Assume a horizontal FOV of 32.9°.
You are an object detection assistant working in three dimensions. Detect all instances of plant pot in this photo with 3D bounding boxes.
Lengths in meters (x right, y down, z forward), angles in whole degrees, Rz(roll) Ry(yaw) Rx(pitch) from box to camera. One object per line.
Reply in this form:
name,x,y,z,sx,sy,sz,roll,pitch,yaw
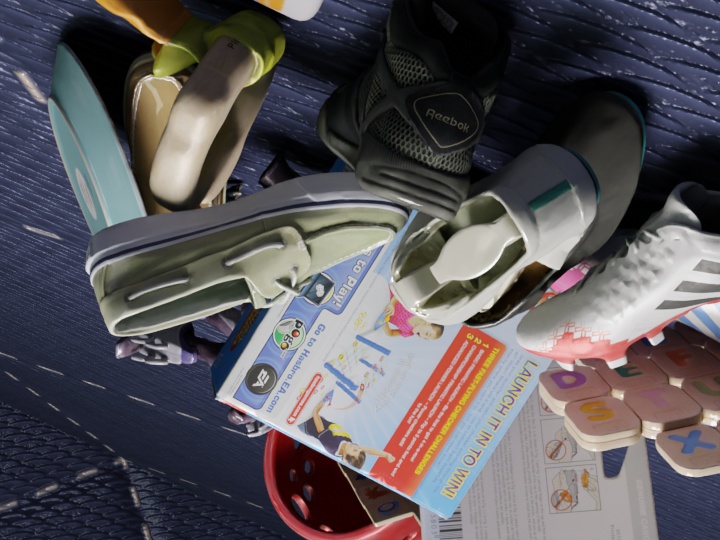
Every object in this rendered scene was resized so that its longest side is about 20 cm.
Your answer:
plant pot,0.021,0.211,1.325,0.199,0.202,0.182,10,166,30

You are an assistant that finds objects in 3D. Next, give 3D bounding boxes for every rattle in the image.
rattle,-0.133,-0.092,0.765,0.142,0.131,0.200,16,152,-8

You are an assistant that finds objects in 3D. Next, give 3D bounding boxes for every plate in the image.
plate,-0.190,-0.064,0.879,0.201,0.025,0.201,55,159,33

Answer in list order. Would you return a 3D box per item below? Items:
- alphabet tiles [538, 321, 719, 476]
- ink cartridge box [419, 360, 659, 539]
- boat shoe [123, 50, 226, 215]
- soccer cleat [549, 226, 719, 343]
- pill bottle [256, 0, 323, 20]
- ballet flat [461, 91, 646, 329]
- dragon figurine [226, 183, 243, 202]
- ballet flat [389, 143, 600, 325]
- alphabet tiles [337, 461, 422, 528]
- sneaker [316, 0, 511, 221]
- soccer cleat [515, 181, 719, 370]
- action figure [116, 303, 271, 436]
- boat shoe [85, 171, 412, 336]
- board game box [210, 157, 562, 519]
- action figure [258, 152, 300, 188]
alphabet tiles,0.223,0.073,0.792,0.198,0.015,0.196,-10,-160,-7
ink cartridge box,0.129,0.138,0.932,0.172,0.202,0.044,-5,158,5
boat shoe,-0.128,-0.054,0.859,0.071,0.076,0.201,-1,130,8
soccer cleat,0.206,-0.004,0.772,0.199,0.070,0.087,22,135,15
pill bottle,-0.087,-0.194,0.496,0.199,0.113,0.112,25,160,-8
ballet flat,0.105,-0.022,0.722,0.068,0.068,0.200,45,146,16
dragon figurine,-0.165,-0.065,0.989,0.099,0.059,0.199,36,152,-30
ballet flat,0.054,-0.009,0.676,0.069,0.070,0.200,27,151,-14
alphabet tiles,0.073,0.166,1.044,0.165,0.006,0.200,-15,-163,-10
sneaker,0.031,-0.103,0.685,0.076,0.115,0.199,21,-171,-12
soccer cleat,0.175,-0.005,0.701,0.199,0.069,0.086,-18,117,25
action figure,-0.094,0.064,0.983,0.199,0.131,0.069,19,-162,19
boat shoe,-0.062,-0.007,0.728,0.198,0.062,0.072,-14,157,-5
board game box,0.030,0.040,0.845,0.195,0.201,0.056,31,-173,-18
action figure,0.000,0.000,0.897,0.200,0.130,0.069,38,175,-9
